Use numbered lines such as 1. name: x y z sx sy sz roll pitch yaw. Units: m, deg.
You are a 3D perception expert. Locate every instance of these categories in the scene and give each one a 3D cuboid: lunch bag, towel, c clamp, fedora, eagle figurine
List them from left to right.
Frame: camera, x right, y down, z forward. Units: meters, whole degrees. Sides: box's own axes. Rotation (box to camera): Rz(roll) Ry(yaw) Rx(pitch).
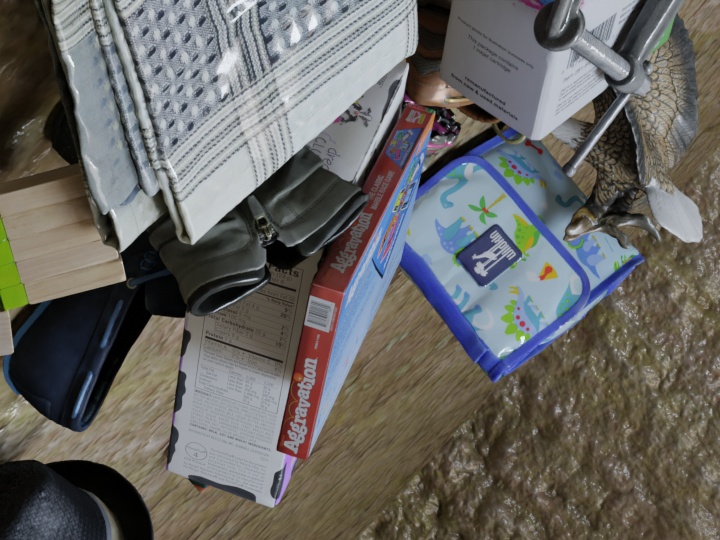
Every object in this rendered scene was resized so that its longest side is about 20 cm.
1. fedora: -0.231 0.186 1.096 0.200 0.200 0.092 -43 138 -11
2. towel: -0.048 -0.119 0.744 0.200 0.034 0.193 -39 145 -26
3. lunch bag: 0.119 -0.012 1.498 0.199 0.170 0.128 -31 167 -44
4. eagle figurine: 0.211 -0.123 1.432 0.149 0.152 0.202 1 117 -15
5. c clamp: 0.146 -0.143 0.987 0.171 0.027 0.200 -55 156 4

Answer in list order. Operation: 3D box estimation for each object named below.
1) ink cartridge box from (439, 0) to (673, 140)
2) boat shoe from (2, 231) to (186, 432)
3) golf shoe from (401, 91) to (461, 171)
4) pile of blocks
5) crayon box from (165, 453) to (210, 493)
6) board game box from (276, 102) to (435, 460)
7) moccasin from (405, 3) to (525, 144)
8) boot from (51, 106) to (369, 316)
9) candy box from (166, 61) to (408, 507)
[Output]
1. ink cartridge box: 0.132 -0.200 1.023 0.145 0.084 0.201 -37 152 -34
2. boat shoe: -0.117 0.004 0.991 0.200 0.069 0.084 -52 165 17
3. golf shoe: -0.005 -0.065 1.143 0.092 0.073 0.200 -49 168 27
4. pile of blocks: -0.198 0.010 0.807 0.199 0.082 0.062 -37 -148 4
5. crayon box: -0.075 0.091 1.479 0.127 0.051 0.200 -32 162 -46
6. board game box: 0.000 0.000 0.921 0.200 0.019 0.104 -63 169 -56
7. moccasin: 0.084 -0.131 1.182 0.201 0.073 0.078 -15 123 -69
8. boot: -0.040 -0.071 0.856 0.200 0.131 0.068 -40 168 -23
9. candy box: -0.041 -0.002 0.978 0.168 0.071 0.201 -66 170 -49
